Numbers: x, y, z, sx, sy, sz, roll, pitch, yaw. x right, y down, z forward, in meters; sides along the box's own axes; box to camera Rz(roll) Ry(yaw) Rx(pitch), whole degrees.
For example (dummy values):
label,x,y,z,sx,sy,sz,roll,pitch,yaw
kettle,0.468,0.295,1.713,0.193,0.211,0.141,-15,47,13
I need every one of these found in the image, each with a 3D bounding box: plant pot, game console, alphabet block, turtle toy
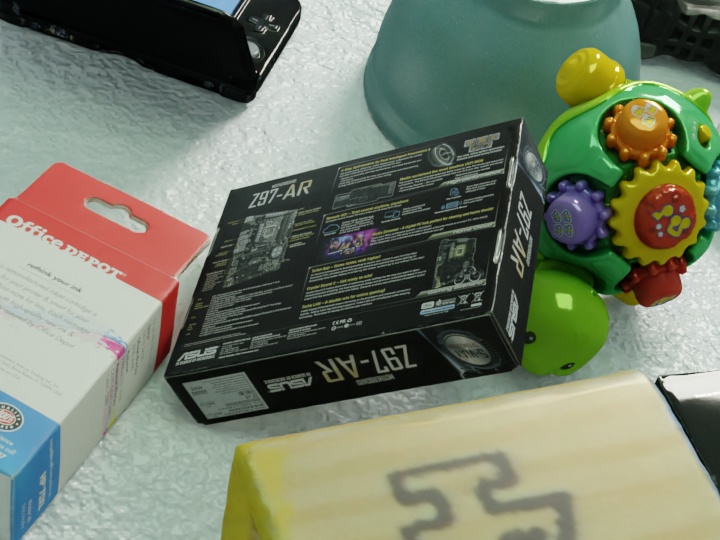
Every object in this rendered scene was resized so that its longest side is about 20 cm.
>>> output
label,x,y,z,sx,sy,sz,roll,pitch,yaw
plant pot,0.110,-0.170,1.038,0.198,0.135,0.201,7,45,-7
game console,-0.150,-0.204,1.024,0.199,0.117,0.176,20,46,6
alphabet block,0.054,0.186,0.647,0.198,0.196,0.197,-9,48,-20
turtle toy,0.151,-0.027,0.900,0.145,0.201,0.101,34,7,-24

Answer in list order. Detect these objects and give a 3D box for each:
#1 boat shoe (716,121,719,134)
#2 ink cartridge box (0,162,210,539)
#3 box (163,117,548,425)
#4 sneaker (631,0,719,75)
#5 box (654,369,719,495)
label,x,y,z,sx,sy,sz,roll,pitch,yaw
boat shoe,0.306,-0.115,1.047,0.072,0.069,0.201,35,64,0
ink cartridge box,-0.180,0.038,0.820,0.116,0.068,0.200,26,47,11
box,0.000,0.000,0.842,0.199,0.044,0.161,-13,39,24
sneaker,0.240,-0.201,1.153,0.199,0.076,0.080,20,35,-6
box,0.214,0.167,0.730,0.123,0.149,0.201,-5,47,-19
